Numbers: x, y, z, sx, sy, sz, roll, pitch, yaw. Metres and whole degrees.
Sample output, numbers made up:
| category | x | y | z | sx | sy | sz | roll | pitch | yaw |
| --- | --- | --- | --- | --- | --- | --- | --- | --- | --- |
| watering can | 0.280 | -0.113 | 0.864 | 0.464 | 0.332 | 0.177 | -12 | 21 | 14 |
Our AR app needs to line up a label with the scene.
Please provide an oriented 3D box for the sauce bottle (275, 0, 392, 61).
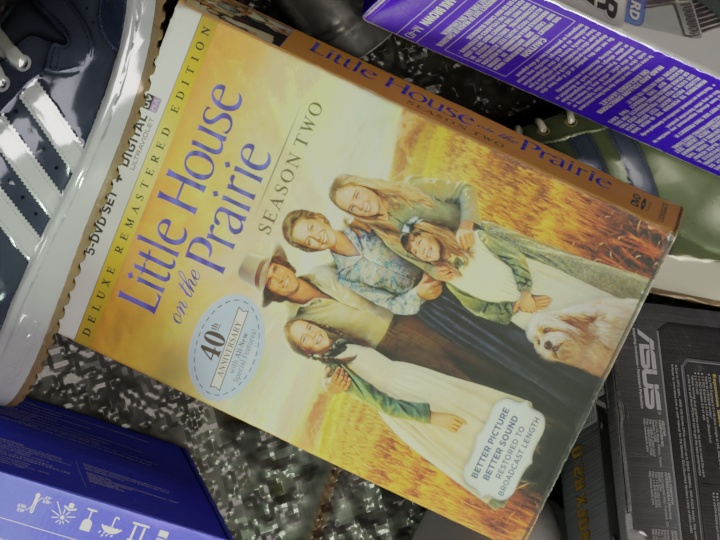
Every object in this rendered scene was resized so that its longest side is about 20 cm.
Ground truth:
| category | x | y | z | sx | sy | sz | roll | pitch | yaw |
| --- | --- | --- | --- | --- | --- | --- | --- | --- | --- |
| sauce bottle | -0.051 | -0.162 | 0.966 | 0.065 | 0.065 | 0.200 | -35 | 112 | -3 |

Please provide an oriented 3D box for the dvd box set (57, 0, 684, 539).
| category | x | y | z | sx | sy | sz | roll | pitch | yaw |
| --- | --- | --- | --- | --- | --- | --- | --- | --- | --- |
| dvd box set | 0.000 | 0.000 | 0.995 | 0.199 | 0.029 | 0.147 | 26 | 113 | 2 |

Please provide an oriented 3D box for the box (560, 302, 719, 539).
| category | x | y | z | sx | sy | sz | roll | pitch | yaw |
| --- | --- | --- | --- | --- | --- | --- | --- | --- | --- |
| box | 0.158 | 0.117 | 1.029 | 0.158 | 0.048 | 0.201 | 7 | 66 | -27 |

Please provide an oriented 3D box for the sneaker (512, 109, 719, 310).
| category | x | y | z | sx | sy | sz | roll | pitch | yaw |
| --- | --- | --- | --- | --- | --- | --- | --- | --- | --- |
| sneaker | 0.089 | -0.042 | 1.053 | 0.199 | 0.067 | 0.090 | 12 | 90 | -15 |

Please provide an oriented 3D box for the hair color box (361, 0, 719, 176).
| category | x | y | z | sx | sy | sz | roll | pitch | yaw |
| --- | --- | --- | --- | --- | --- | --- | --- | --- | --- |
| hair color box | 0.106 | -0.112 | 1.002 | 0.199 | 0.065 | 0.110 | 22 | 59 | -23 |

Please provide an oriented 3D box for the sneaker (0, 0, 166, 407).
| category | x | y | z | sx | sy | sz | roll | pitch | yaw |
| --- | --- | --- | --- | --- | --- | --- | --- | --- | --- |
| sneaker | -0.145 | -0.052 | 0.972 | 0.108 | 0.070 | 0.201 | 15 | 106 | -22 |

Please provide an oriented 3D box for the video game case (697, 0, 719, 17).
| category | x | y | z | sx | sy | sz | roll | pitch | yaw |
| --- | --- | --- | --- | --- | --- | --- | --- | --- | --- |
| video game case | 0.121 | -0.207 | 0.970 | 0.180 | 0.025 | 0.201 | 32 | 64 | -23 |

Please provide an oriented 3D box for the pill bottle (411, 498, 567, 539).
| category | x | y | z | sx | sy | sz | roll | pitch | yaw |
| --- | --- | --- | --- | --- | --- | --- | --- | --- | --- |
| pill bottle | 0.120 | 0.152 | 1.092 | 0.199 | 0.114 | 0.115 | 18 | 102 | -21 |

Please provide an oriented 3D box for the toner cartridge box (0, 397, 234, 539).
| category | x | y | z | sx | sy | sz | roll | pitch | yaw |
| --- | --- | --- | --- | --- | --- | --- | --- | --- | --- |
| toner cartridge box | -0.152 | 0.073 | 0.997 | 0.199 | 0.095 | 0.043 | 19 | 101 | -21 |
